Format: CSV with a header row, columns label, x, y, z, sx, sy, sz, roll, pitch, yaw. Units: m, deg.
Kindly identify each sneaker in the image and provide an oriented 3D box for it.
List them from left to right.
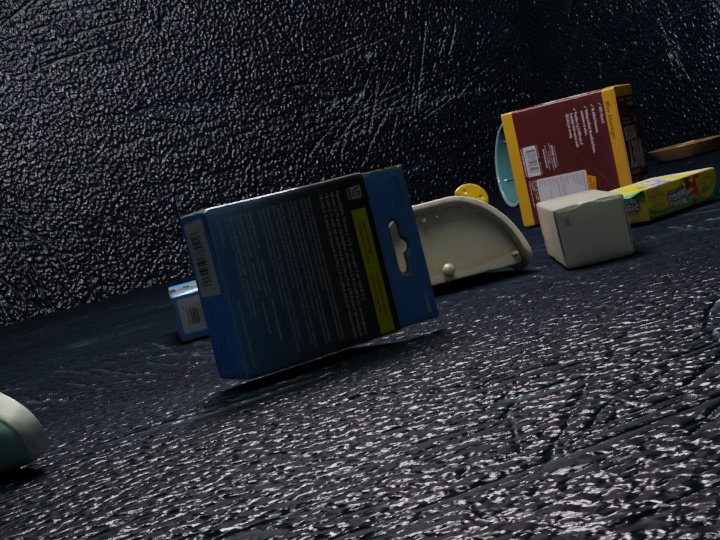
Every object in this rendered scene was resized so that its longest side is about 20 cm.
label,x,y,z,sx,sy,sz,roll,pitch,yaw
sneaker,-0.319,0.138,0.848,0.198,0.074,0.082,-6,37,28

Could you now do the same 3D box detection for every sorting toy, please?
label,x,y,z,sx,sy,sz,roll,pitch,yaw
sorting toy,0.082,-0.013,1.393,0.198,0.108,0.180,-14,-15,-9

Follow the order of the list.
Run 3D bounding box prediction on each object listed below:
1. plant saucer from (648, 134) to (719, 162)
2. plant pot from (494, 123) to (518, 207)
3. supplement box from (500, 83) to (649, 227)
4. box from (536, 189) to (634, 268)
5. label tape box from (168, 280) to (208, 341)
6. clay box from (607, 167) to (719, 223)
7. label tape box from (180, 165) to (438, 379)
label,x,y,z,sx,sy,sz,roll,pitch,yaw
plant saucer,0.868,-0.321,3.083,0.198,0.036,0.200,-14,4,1
plant pot,0.439,-0.260,2.724,0.194,0.203,0.200,-7,3,-12
supplement box,0.370,-0.196,1.974,0.198,0.199,0.133,-10,5,27
box,0.255,-0.051,1.335,0.081,0.069,0.200,-13,5,6
label tape box,-0.182,0.040,1.564,0.143,0.064,0.200,-15,4,-10
clay box,0.400,-0.098,1.630,0.199,0.048,0.114,-19,7,-38
label tape box,-0.043,0.000,1.026,0.198,0.146,0.063,-15,3,-30
